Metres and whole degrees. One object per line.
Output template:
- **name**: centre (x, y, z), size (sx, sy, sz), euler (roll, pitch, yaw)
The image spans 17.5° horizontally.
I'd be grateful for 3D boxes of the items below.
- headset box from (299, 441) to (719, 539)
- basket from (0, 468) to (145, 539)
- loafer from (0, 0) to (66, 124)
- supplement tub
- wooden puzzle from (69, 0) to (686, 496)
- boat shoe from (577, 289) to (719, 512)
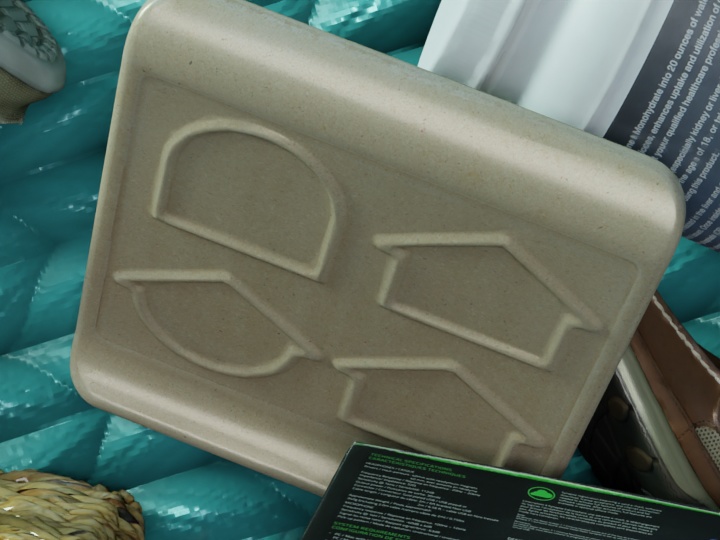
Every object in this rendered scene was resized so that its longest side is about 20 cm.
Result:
- **headset box**: centre (0.060, 0.181, 0.808), size (0.174, 0.093, 0.201), euler (10, 114, 11)
- **basket**: centre (-0.160, 0.174, 0.814), size (0.142, 0.149, 0.201), euler (9, 98, -2)
- **loafer**: centre (-0.199, -0.090, 0.822), size (0.199, 0.075, 0.070), euler (22, 102, 5)
- **supplement tub**: centre (0.133, -0.077, 0.790), size (0.199, 0.140, 0.141), euler (23, 97, -4)
- **wooden puzzle**: centre (0.000, 0.000, 0.803), size (0.185, 0.046, 0.200), euler (21, 137, 2)
- **boat shoe**: centre (0.132, 0.070, 0.849), size (0.074, 0.076, 0.200), euler (-32, 102, -14)
